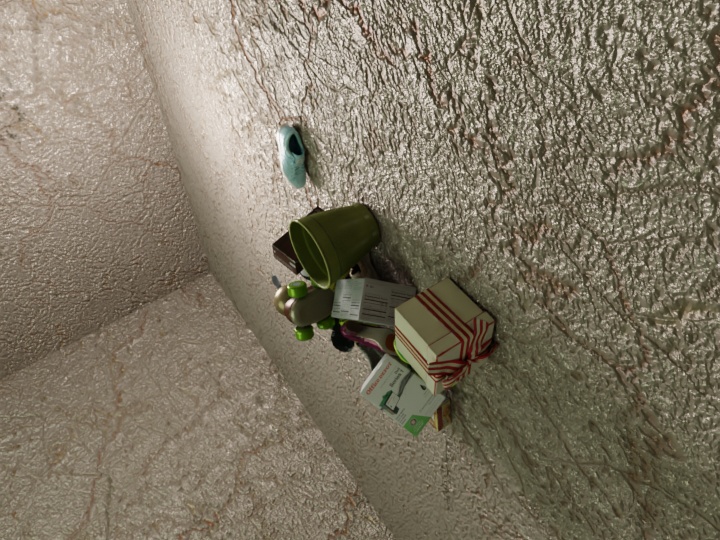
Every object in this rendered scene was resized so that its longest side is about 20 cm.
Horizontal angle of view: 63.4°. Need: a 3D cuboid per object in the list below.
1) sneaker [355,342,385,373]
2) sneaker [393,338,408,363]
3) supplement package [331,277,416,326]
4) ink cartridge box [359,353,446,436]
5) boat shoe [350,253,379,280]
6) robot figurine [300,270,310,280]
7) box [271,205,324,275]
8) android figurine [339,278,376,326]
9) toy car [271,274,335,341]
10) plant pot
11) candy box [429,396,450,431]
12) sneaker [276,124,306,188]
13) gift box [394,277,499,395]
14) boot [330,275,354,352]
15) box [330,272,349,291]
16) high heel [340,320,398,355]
[{"bbox_3d":[0.060,0.274,1.853,0.201,0.073,0.085,60,-161,6],"label":"sneaker"},{"bbox_3d":[0.181,0.225,1.542,0.199,0.074,0.084,32,135,4],"label":"sneaker"},{"bbox_3d":[0.033,0.087,1.577,0.200,0.155,0.112,177,103,-67],"label":"supplement package"},{"bbox_3d":[0.117,0.338,1.630,0.199,0.147,0.084,35,-172,5],"label":"ink cartridge box"},{"bbox_3d":[0.000,0.000,1.699,0.074,0.069,0.201,21,136,58],"label":"boat shoe"},{"bbox_3d":[-0.149,-0.043,1.903,0.201,0.149,0.126,96,179,-56],"label":"robot figurine"},{"bbox_3d":[-0.158,-0.091,1.743,0.100,0.200,0.075,36,151,21],"label":"box"},{"bbox_3d":[-0.004,0.129,1.735,0.041,0.182,0.201,-11,116,35],"label":"android figurine"},{"bbox_3d":[-0.186,0.084,1.694,0.199,0.157,0.165,17,122,44],"label":"toy car"},{"bbox_3d":[-0.058,-0.083,1.557,0.200,0.192,0.201,48,155,31],"label":"plant pot"},{"bbox_3d":[0.188,0.376,1.760,0.200,0.055,0.116,40,150,42],"label":"candy box"},{"bbox_3d":[-0.197,-0.329,1.732,0.082,0.074,0.201,38,150,51],"label":"sneaker"},{"bbox_3d":[0.186,0.150,1.313,0.187,0.184,0.201,48,161,34],"label":"gift box"},{"bbox_3d":[-0.035,0.134,1.821,0.076,0.169,0.201,9,135,18],"label":"boot"},{"bbox_3d":[-0.079,0.018,1.827,0.050,0.075,0.201,47,137,28],"label":"box"},{"bbox_3d":[0.041,0.188,1.618,0.199,0.068,0.096,27,164,-3],"label":"high heel"}]
